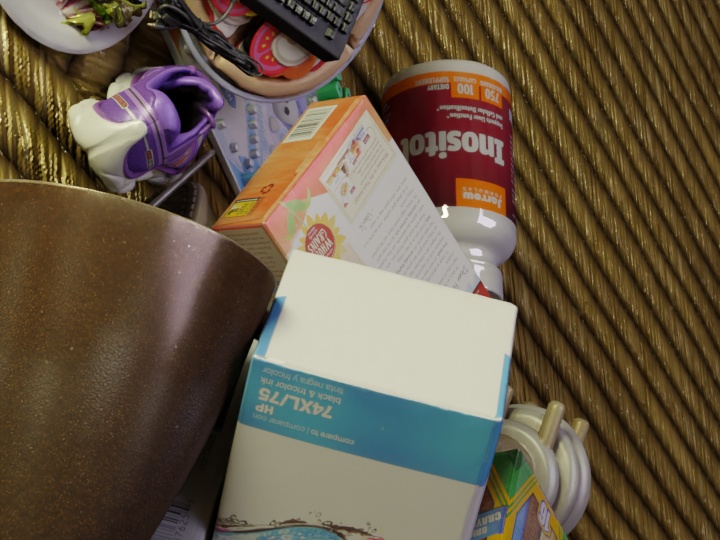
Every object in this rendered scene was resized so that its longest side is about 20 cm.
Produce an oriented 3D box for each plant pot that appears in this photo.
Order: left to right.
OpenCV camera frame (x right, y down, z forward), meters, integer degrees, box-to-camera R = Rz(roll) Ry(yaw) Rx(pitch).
[{"bbox_3d":[-0.161,0.078,1.126,0.187,0.186,0.201,38,61,-53],"label":"plant pot"}]

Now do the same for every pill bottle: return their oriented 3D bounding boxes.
[{"bbox_3d":[0.075,-0.066,1.713,0.113,0.112,0.201,33,51,-56],"label":"pill bottle"}]

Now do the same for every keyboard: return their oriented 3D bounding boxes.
[{"bbox_3d":[-0.075,-0.196,1.373,0.200,0.021,0.128,32,82,-43],"label":"keyboard"}]

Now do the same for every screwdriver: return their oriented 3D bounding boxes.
[{"bbox_3d":[-0.150,-0.031,1.307,0.200,0.029,0.028,-54,153,-48],"label":"screwdriver"}]

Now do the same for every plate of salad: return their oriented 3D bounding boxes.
[{"bbox_3d":[-0.176,-0.240,1.307,0.200,0.048,0.202,-7,98,-57],"label":"plate of salad"}]

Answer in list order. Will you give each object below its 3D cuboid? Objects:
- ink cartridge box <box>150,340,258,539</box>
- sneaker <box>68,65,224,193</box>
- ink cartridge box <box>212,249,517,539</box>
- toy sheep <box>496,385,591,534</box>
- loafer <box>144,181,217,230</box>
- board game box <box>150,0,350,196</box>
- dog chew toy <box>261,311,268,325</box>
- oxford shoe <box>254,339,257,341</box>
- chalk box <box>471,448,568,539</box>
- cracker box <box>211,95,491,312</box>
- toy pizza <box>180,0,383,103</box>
[{"bbox_3d":[-0.110,0.174,1.263,0.201,0.047,0.198,105,0,-49],"label":"ink cartridge box"},{"bbox_3d":[-0.121,-0.099,1.334,0.081,0.083,0.200,64,14,-10],"label":"sneaker"},{"bbox_3d":[-0.002,0.121,1.210,0.147,0.145,0.201,-73,177,-64],"label":"ink cartridge box"},{"bbox_3d":[0.136,0.174,1.723,0.200,0.137,0.139,32,51,-63],"label":"toy sheep"},{"bbox_3d":[-0.119,0.030,1.319,0.068,0.075,0.201,49,37,-36],"label":"loafer"},{"bbox_3d":[-0.079,-0.169,1.542,0.201,0.026,0.200,66,29,-23],"label":"board game box"},{"bbox_3d":[-0.016,0.004,1.500,0.200,0.124,0.125,-4,83,-56],"label":"dog chew toy"},{"bbox_3d":[-0.049,0.134,1.382,0.200,0.075,0.058,56,31,-23],"label":"oxford shoe"},{"bbox_3d":[0.076,0.258,1.569,0.124,0.124,0.201,61,30,-33],"label":"chalk box"},{"bbox_3d":[0.000,0.000,1.397,0.134,0.057,0.200,-53,123,-34],"label":"cracker box"},{"bbox_3d":[-0.047,-0.215,1.428,0.199,0.032,0.202,-15,114,-39],"label":"toy pizza"}]
